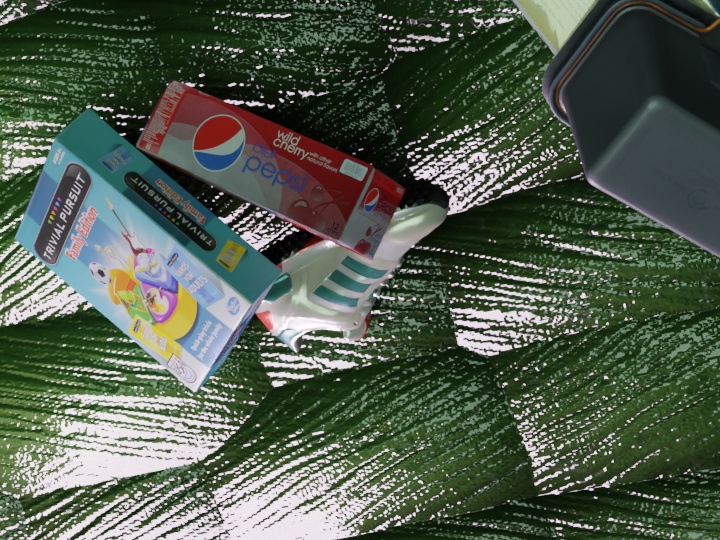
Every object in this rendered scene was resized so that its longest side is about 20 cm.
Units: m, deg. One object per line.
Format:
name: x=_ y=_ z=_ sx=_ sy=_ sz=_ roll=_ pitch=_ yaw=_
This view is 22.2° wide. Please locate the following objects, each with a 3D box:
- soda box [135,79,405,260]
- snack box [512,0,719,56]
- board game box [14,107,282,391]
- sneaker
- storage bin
soda box: x=-0.069 y=-0.079 z=1.405 sx=0.199 sy=0.070 sz=0.064 roll=26 pitch=89 yaw=26
snack box: x=0.179 y=-0.210 z=1.349 sx=0.116 sy=0.037 sz=0.200 roll=-36 pitch=98 yaw=24
board game box: x=-0.174 y=-0.013 z=1.469 sx=0.200 sy=0.047 sz=0.151 roll=39 pitch=142 yaw=3
sneaker: x=0.000 y=0.000 z=1.463 sx=0.199 sy=0.070 sz=0.094 roll=-26 pitch=108 yaw=24
storage bin: x=0.243 y=-0.096 z=1.288 sx=0.199 sy=0.135 sz=0.146 roll=27 pitch=121 yaw=-18
